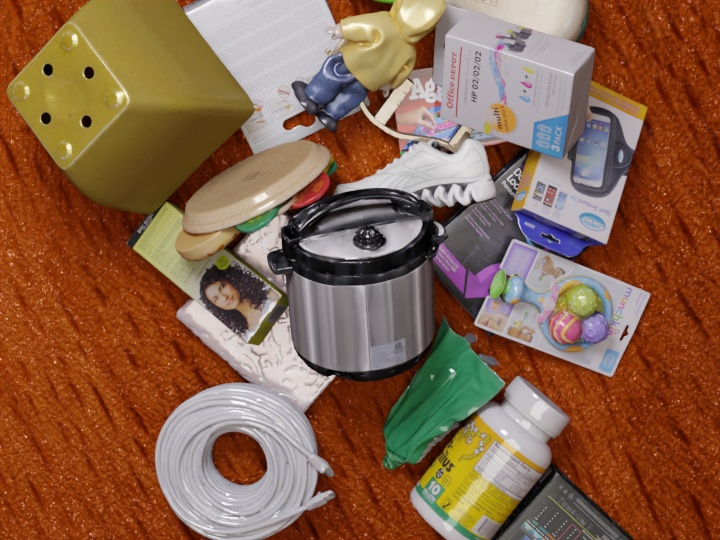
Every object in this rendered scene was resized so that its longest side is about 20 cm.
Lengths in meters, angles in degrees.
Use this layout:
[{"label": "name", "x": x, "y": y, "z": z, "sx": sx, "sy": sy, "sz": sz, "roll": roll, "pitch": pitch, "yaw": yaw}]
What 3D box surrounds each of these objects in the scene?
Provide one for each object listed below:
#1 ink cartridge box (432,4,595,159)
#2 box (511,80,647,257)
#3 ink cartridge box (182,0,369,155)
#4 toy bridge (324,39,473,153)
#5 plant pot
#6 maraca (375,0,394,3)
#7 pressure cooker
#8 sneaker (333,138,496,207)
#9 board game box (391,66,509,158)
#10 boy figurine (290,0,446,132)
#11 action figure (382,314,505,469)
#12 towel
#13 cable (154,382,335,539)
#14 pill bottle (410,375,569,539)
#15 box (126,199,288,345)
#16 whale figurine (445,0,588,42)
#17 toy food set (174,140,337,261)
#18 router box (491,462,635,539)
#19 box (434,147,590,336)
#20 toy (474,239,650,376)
[{"label": "ink cartridge box", "x": 0.158, "y": -0.217, "z": 1.588, "sx": 0.198, "sy": 0.068, "sz": 0.116, "roll": 21, "pitch": 134, "yaw": 22}, {"label": "box", "x": 0.257, "y": -0.122, "z": 1.654, "sx": 0.118, "sy": 0.041, "sz": 0.202, "roll": 21, "pitch": 79, "yaw": -17}, {"label": "ink cartridge box", "x": -0.099, "y": -0.259, "z": 1.682, "sx": 0.161, "sy": 0.050, "sz": 0.201, "roll": -25, "pitch": 114, "yaw": 2}, {"label": "toy bridge", "x": 0.038, "y": -0.201, "z": 1.665, "sx": 0.199, "sy": 0.027, "sz": 0.067, "roll": 36, "pitch": 101, "yaw": -7}, {"label": "plant pot", "x": -0.277, "y": -0.191, "z": 1.560, "sx": 0.195, "sy": 0.200, "sz": 0.195, "roll": -41, "pitch": 80, "yaw": 19}, {"label": "maraca", "x": 0.010, "y": -0.386, "z": 1.625, "sx": 0.198, "sy": 0.107, "sz": 0.138, "roll": 23, "pitch": 73, "yaw": -1}, {"label": "pressure cooker", "x": 0.002, "y": 0.001, "z": 1.583, "sx": 0.177, "sy": 0.176, "sz": 0.202, "roll": 14, "pitch": 126, "yaw": 28}, {"label": "sneaker", "x": 0.062, "y": -0.111, "z": 1.659, "sx": 0.198, "sy": 0.075, "sz": 0.082, "roll": -6, "pitch": 97, "yaw": 18}, {"label": "board game box", "x": 0.139, "y": -0.201, "z": 1.692, "sx": 0.198, "sy": 0.019, "sz": 0.104, "roll": -8, "pitch": 96, "yaw": 0}, {"label": "boy figurine", "x": 0.011, "y": -0.252, "z": 1.594, "sx": 0.200, "sy": 0.065, "sz": 0.124, "roll": -43, "pitch": 132, "yaw": 15}, {"label": "action figure", "x": 0.086, "y": 0.168, "z": 1.703, "sx": 0.201, "sy": 0.054, "sz": 0.118, "roll": -53, "pitch": 57, "yaw": 21}, {"label": "towel", "x": -0.093, "y": 0.050, "z": 1.712, "sx": 0.200, "sy": 0.032, "sz": 0.191, "roll": 41, "pitch": 94, "yaw": -5}, {"label": "cable", "x": -0.148, "y": 0.232, "z": 1.703, "sx": 0.199, "sy": 0.069, "sz": 0.201, "roll": -34, "pitch": 98, "yaw": 13}, {"label": "pill bottle", "x": 0.160, "y": 0.232, "z": 1.694, "sx": 0.112, "sy": 0.113, "sz": 0.201, "roll": 38, "pitch": 95, "yaw": -4}, {"label": "box", "x": -0.180, "y": 0.001, "z": 1.665, "sx": 0.199, "sy": 0.050, "sz": 0.076, "roll": 37, "pitch": 93, "yaw": 16}, {"label": "whale figurine", "x": 0.174, "y": -0.313, "z": 1.653, "sx": 0.198, "sy": 0.104, "sz": 0.161, "roll": 18, "pitch": 93, "yaw": 22}, {"label": "toy food set", "x": -0.117, "y": -0.088, "z": 1.615, "sx": 0.196, "sy": 0.200, "sz": 0.049, "roll": -18, "pitch": 111, "yaw": 23}, {"label": "router box", "x": 0.260, "y": 0.362, "z": 1.734, "sx": 0.200, "sy": 0.062, "sz": 0.150, "roll": 43, "pitch": 94, "yaw": -5}, {"label": "box", "x": 0.184, "y": -0.039, "z": 1.695, "sx": 0.200, "sy": 0.036, "sz": 0.143, "roll": -43, "pitch": 102, "yaw": 3}, {"label": "toy", "x": 0.249, "y": 0.052, "z": 1.683, "sx": 0.198, "sy": 0.047, "sz": 0.116, "roll": 21, "pitch": 101, "yaw": -14}]
